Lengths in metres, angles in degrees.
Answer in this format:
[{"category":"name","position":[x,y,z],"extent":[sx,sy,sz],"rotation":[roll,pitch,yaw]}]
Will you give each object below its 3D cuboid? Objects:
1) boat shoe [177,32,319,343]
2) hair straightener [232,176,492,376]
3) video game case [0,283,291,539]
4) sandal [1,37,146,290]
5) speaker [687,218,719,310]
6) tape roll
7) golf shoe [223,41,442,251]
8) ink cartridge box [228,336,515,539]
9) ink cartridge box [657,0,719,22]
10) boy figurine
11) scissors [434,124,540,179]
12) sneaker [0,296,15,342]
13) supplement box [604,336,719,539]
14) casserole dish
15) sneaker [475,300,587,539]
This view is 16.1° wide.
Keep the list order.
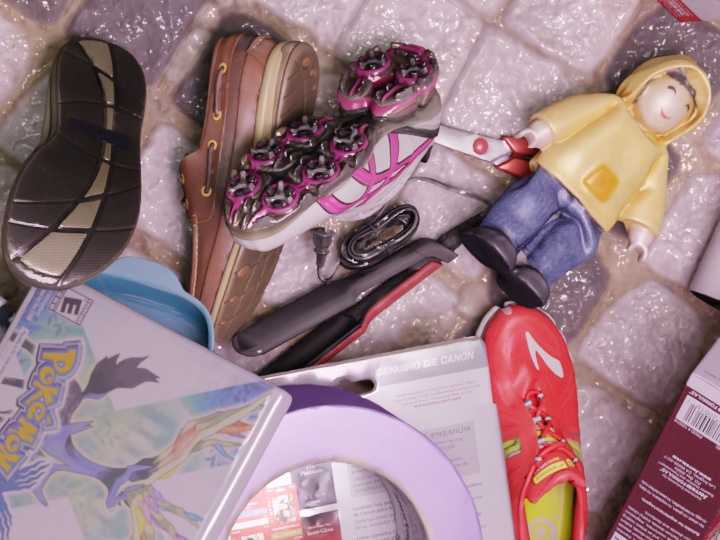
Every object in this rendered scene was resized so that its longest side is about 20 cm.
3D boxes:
[{"category":"boat shoe","position":[-0.082,-0.056,1.649],"extent":[0.067,0.072,0.202],"rotation":[16,99,19]},{"category":"hair straightener","position":[0.000,0.000,1.668],"extent":[0.199,0.041,0.077],"rotation":[-33,120,-11]},{"category":"video game case","position":[-0.163,0.122,1.515],"extent":[0.181,0.022,0.201],"rotation":[26,83,21]},{"category":"sandal","position":[-0.176,-0.060,1.587],"extent":[0.079,0.057,0.202],"rotation":[25,44,-15]},{"category":"speaker","position":[0.295,-0.058,1.727],"extent":[0.081,0.081,0.201],"rotation":[24,87,-14]},{"category":"tape roll","position":[-0.030,0.175,1.572],"extent":[0.198,0.085,0.202],"rotation":[-2,97,-14]},{"category":"golf shoe","position":[-0.010,-0.060,1.612],"extent":[0.200,0.072,0.093],"rotation":[-41,136,-37]},{"category":"ink cartridge box","position":[-0.009,0.138,1.660],"extent":[0.198,0.084,0.177],"rotation":[-9,99,-13]},{"category":"ink cartridge box","position":[0.261,-0.240,1.645],"extent":[0.084,0.200,0.144],"rotation":[43,84,-12]},{"category":"boy figurine","position":[0.160,-0.062,1.686],"extent":[0.200,0.064,0.125],"rotation":[-43,104,-13]},{"category":"scissors","position":[0.090,-0.074,1.709],"extent":[0.198,0.014,0.074],"rotation":[1,95,-15]},{"category":"sneaker","position":[-0.223,0.048,1.619],"extent":[0.145,0.080,0.202],"rotation":[-5,85,-28]},{"category":"supplement box","position":[0.220,0.129,1.652],"extent":[0.061,0.109,0.201],"rotation":[32,128,12]},{"category":"casserole dish","position":[-0.156,0.092,1.555],"extent":[0.120,0.039,0.201],"rotation":[16,80,18]},{"category":"sneaker","position":[0.124,0.119,1.694],"extent":[0.076,0.085,0.202],"rotation":[-10,96,-14]}]
